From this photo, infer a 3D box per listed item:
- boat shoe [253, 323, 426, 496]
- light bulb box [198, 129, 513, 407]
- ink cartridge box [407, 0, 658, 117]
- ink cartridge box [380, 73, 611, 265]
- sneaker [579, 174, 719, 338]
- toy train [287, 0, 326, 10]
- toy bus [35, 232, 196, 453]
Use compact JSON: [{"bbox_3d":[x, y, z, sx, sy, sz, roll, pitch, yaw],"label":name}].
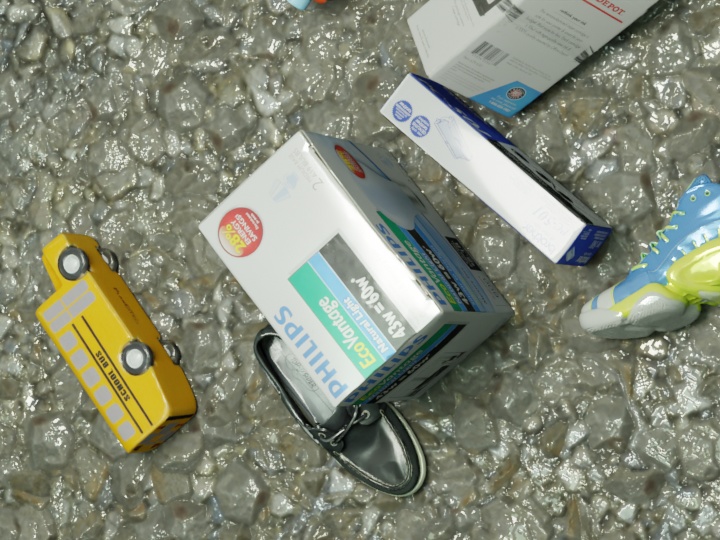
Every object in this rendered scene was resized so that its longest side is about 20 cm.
[{"bbox_3d":[-0.023,0.120,1.835,0.074,0.066,0.200,-41,76,15],"label":"boat shoe"},{"bbox_3d":[0.000,0.000,1.759,0.125,0.200,0.199,-42,76,15],"label":"light bulb box"},{"bbox_3d":[0.152,-0.223,1.727,0.200,0.115,0.067,-37,53,28],"label":"ink cartridge box"},{"bbox_3d":[0.115,-0.084,1.766,0.200,0.094,0.044,42,102,17],"label":"ink cartridge box"},{"bbox_3d":[0.268,-0.015,1.734,0.199,0.076,0.106,-18,70,12],"label":"sneaker"},{"bbox_3d":[-0.015,-0.329,1.836,0.150,0.055,0.201,43,106,39],"label":"toy train"},{"bbox_3d":[-0.229,0.063,1.917,0.078,0.065,0.201,-40,76,17],"label":"toy bus"}]
